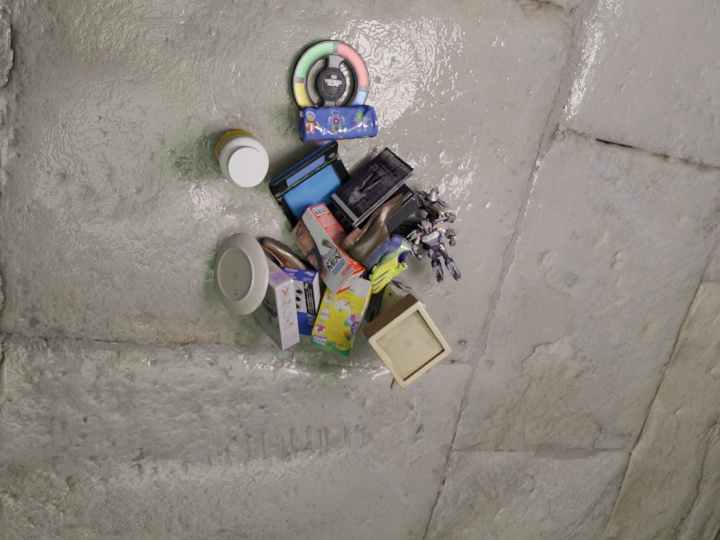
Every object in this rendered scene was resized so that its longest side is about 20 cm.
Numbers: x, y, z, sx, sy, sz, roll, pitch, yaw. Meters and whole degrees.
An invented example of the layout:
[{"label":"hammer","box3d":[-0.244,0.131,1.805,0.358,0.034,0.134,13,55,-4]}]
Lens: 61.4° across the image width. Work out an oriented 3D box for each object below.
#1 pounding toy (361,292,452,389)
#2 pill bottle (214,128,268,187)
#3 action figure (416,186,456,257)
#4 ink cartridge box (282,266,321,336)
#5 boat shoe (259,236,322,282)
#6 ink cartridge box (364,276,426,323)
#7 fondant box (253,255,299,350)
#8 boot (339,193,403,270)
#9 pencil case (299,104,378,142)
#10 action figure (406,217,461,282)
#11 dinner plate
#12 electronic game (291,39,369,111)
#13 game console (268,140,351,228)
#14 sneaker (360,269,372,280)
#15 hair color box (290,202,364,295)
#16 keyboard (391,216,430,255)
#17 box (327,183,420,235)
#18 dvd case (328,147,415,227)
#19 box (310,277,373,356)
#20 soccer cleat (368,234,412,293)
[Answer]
[{"label":"pounding toy","box3d":[0.111,0.194,1.521,0.183,0.142,0.201,-36,103,-1]},{"label":"pill bottle","box3d":[-0.271,-0.254,1.388,0.110,0.200,0.114,-7,112,-16]},{"label":"action figure","box3d":[0.197,-0.139,1.634,0.069,0.130,0.203,-22,132,-23]},{"label":"ink cartridge box","box3d":[-0.152,0.085,1.587,0.092,0.045,0.202,9,133,12]},{"label":"boat shoe","box3d":[-0.188,-0.011,1.581,0.199,0.076,0.072,39,96,-25]},{"label":"ink cartridge box","box3d":[0.089,0.113,1.654,0.082,0.200,0.149,13,105,-19]},{"label":"fondant box","box3d":[-0.221,0.081,1.534,0.058,0.144,0.203,-26,133,-29]},{"label":"boot","box3d":[0.049,-0.093,1.473,0.200,0.075,0.097,-42,93,-8]},{"label":"pencil case","box3d":[-0.056,-0.357,1.461,0.196,0.078,0.089,-7,92,-17]},{"label":"action figure","box3d":[0.198,-0.057,1.581,0.128,0.070,0.201,-18,128,18]},{"label":"dinner plate","box3d":[-0.302,0.009,1.488,0.024,0.199,0.203,-4,115,-52]},{"label":"electronic game","box3d":[-0.071,-0.453,1.474,0.196,0.042,0.204,-6,111,-17]},{"label":"game console","box3d":[-0.114,-0.209,1.513,0.199,0.171,0.119,-35,90,-4]},{"label":"sneaker","box3d":[0.000,0.000,1.631,0.069,0.078,0.203,10,113,6]},{"label":"hair color box","box3d":[-0.080,-0.054,1.522,0.063,0.201,0.111,-22,160,-46]},{"label":"keyboard","box3d":[0.085,-0.089,1.626,0.196,0.021,0.129,6,123,9]},{"label":"box","box3d":[0.033,-0.159,1.559,0.199,0.141,0.079,-41,155,0]},{"label":"dvd case","box3d":[0.026,-0.209,1.500,0.199,0.149,0.016,-41,132,0]},{"label":"box","box3d":[-0.048,0.112,1.570,0.115,0.048,0.203,17,81,9]},{"label":"soccer cleat","box3d":[0.075,-0.004,1.590,0.083,0.065,0.202,26,128,4]}]
